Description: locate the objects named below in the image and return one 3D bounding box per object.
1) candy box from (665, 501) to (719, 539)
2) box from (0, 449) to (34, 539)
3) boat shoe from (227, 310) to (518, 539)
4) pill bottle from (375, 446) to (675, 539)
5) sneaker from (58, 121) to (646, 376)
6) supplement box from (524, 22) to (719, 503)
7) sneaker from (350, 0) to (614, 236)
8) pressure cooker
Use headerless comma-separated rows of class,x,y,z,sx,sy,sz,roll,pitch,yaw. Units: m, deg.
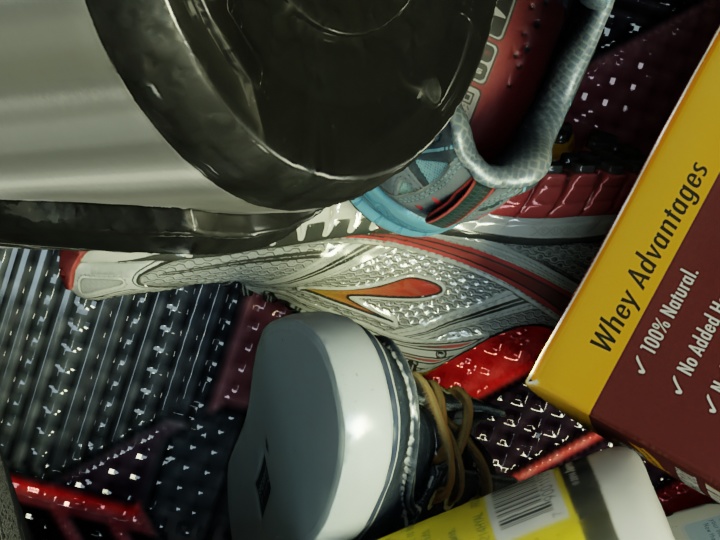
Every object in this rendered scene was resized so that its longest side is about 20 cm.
candy box,0.079,0.185,0.916,0.198,0.072,0.169,-16,120,-4
box,-0.197,0.122,0.808,0.198,0.105,0.183,-15,143,-5
boat shoe,0.013,0.057,0.833,0.090,0.200,0.071,-8,74,-12
pill bottle,0.008,0.137,0.764,0.199,0.111,0.112,-22,109,4
sneaker,0.000,0.000,0.860,0.198,0.078,0.083,-1,108,-9
supplement box,0.190,0.003,0.805,0.199,0.133,0.198,29,89,14
sneaker,0.056,-0.106,0.785,0.079,0.095,0.202,16,85,-21
pressure cooker,-0.081,-0.099,0.691,0.176,0.199,0.180,49,51,-43
